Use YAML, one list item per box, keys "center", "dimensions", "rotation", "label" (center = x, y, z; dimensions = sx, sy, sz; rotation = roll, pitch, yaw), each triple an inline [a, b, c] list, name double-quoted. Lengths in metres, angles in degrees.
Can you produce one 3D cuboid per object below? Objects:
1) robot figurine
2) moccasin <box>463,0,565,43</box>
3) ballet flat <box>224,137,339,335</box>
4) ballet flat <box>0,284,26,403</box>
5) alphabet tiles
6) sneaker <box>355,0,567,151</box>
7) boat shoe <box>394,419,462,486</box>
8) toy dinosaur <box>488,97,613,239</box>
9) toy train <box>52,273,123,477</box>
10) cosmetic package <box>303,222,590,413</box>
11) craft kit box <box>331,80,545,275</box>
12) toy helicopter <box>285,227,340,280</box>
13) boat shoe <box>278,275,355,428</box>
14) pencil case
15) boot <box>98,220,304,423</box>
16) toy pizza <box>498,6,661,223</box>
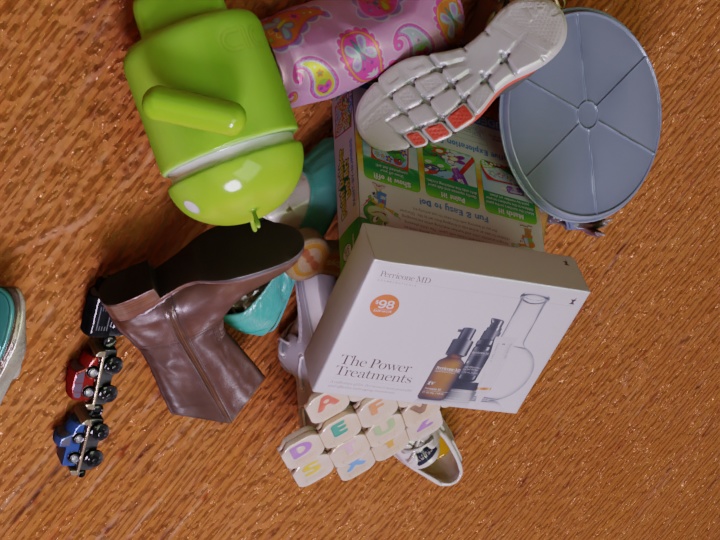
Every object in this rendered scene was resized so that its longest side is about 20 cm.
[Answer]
- center: [-0.114, -0.126, 0.983]
  dimensions: [0.115, 0.175, 0.201]
  rotation: [-20, 91, -4]
  label: "robot figurine"
- center: [0.150, -0.250, 1.156]
  dimensions: [0.074, 0.078, 0.202]
  rotation: [28, 97, -40]
  label: "moccasin"
- center: [-0.075, -0.031, 1.127]
  dimensions: [0.070, 0.067, 0.201]
  rotation: [13, 108, -46]
  label: "ballet flat"
- center: [-0.323, 0.095, 1.046]
  dimensions: [0.201, 0.067, 0.062]
  rotation: [-60, 158, 12]
  label: "ballet flat"
- center: [0.018, 0.138, 1.177]
  dimensions: [0.199, 0.015, 0.196]
  rotation: [-28, 148, -7]
  label: "alphabet tiles"
- center: [0.090, -0.160, 1.082]
  dimensions: [0.199, 0.082, 0.077]
  rotation: [-28, 84, 3]
  label: "sneaker"
- center: [0.057, 0.172, 1.306]
  dimensions: [0.071, 0.070, 0.200]
  rotation: [-33, 140, 3]
  label: "boat shoe"
- center: [0.173, -0.098, 1.254]
  dimensions: [0.181, 0.105, 0.200]
  rotation: [35, 103, -23]
  label: "toy dinosaur"
- center: [-0.240, 0.096, 1.108]
  dimensions: [0.046, 0.034, 0.201]
  rotation: [4, 111, -32]
  label: "toy train"
- center: [0.070, 0.045, 1.046]
  dimensions: [0.199, 0.052, 0.151]
  rotation: [8, 127, -22]
  label: "cosmetic package"
- center: [0.073, -0.063, 1.117]
  dimensions: [0.199, 0.198, 0.049]
  rotation: [14, 142, -26]
  label: "craft kit box"
- center: [0.000, 0.000, 1.140]
  dimensions: [0.199, 0.079, 0.133]
  rotation: [7, 121, -44]
  label: "toy helicopter"
- center: [-0.047, 0.084, 1.211]
  dimensions: [0.068, 0.072, 0.201]
  rotation: [-4, 117, 14]
  label: "boat shoe"
- center: [-0.005, -0.200, 1.076]
  dimensions: [0.199, 0.087, 0.088]
  rotation: [-24, 126, -23]
  label: "pencil case"
- center: [-0.111, 0.055, 1.099]
  dimensions: [0.185, 0.064, 0.200]
  rotation: [-15, 136, 8]
  label: "boot"
- center: [0.205, -0.146, 1.173]
  dimensions: [0.199, 0.032, 0.201]
  rotation: [-2, 95, -31]
  label: "toy pizza"
